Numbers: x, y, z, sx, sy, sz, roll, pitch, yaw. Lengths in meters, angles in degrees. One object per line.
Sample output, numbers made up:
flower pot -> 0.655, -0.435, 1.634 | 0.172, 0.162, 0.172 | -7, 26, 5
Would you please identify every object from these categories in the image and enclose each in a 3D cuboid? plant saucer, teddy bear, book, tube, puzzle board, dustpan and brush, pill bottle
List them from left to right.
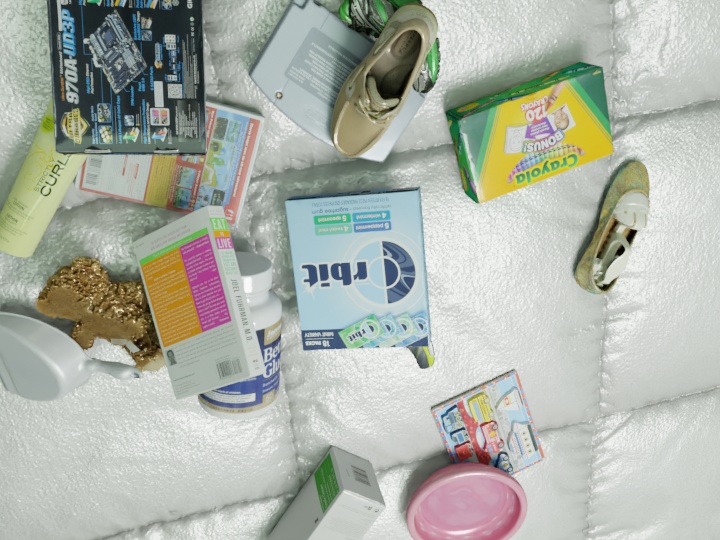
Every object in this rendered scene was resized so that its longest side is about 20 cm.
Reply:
tube -> -0.365, -0.111, 0.790 | 0.058, 0.052, 0.200 | 25, 105, -36
dustpan and brush -> -0.369, 0.119, 0.859 | 0.199, 0.057, 0.140 | 15, 129, 18
teddy bear -> -0.307, 0.057, 0.875 | 0.199, 0.067, 0.145 | 24, 124, -23
book -> -0.190, 0.040, 0.807 | 0.133, 0.048, 0.201 | -21, 80, 35
pill bottle -> -0.158, 0.083, 0.890 | 0.110, 0.111, 0.201 | -1, 114, -13
plant saucer -> 0.172, 0.389, 1.128 | 0.199, 0.051, 0.201 | -2, 120, -4
puzzle board -> 0.214, 0.272, 1.118 | 0.150, 0.017, 0.201 | -24, 117, -2

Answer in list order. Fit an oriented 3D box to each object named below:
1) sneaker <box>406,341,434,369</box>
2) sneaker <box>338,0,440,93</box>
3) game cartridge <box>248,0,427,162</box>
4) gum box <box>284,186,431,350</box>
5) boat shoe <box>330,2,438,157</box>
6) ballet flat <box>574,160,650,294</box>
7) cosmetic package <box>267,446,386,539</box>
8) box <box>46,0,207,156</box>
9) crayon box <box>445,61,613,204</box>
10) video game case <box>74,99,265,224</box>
sneaker -> 0.038, 0.065, 0.960 | 0.081, 0.074, 0.200 | -32, 110, 9
sneaker -> 0.022, -0.289, 0.783 | 0.085, 0.078, 0.200 | -36, 103, -3
game cartridge -> -0.027, -0.224, 0.830 | 0.200, 0.040, 0.134 | 30, 100, -23
gum box -> 0.000, 0.000, 0.878 | 0.169, 0.045, 0.201 | -4, 102, 11
boat shoe -> 0.019, -0.199, 0.765 | 0.072, 0.065, 0.200 | 29, 129, -11
ballet flat -> 0.375, -0.055, 0.984 | 0.070, 0.071, 0.201 | 14, 109, -19
cosmetic package -> -0.056, 0.390, 1.055 | 0.085, 0.108, 0.200 | 29, 103, -23
box -> -0.249, -0.226, 0.740 | 0.158, 0.046, 0.201 | -2, 98, -13
crayon box -> 0.222, -0.181, 0.895 | 0.199, 0.058, 0.119 | -21, 116, -4
video game case -> -0.229, -0.144, 0.825 | 0.199, 0.017, 0.144 | 12, 110, -18
